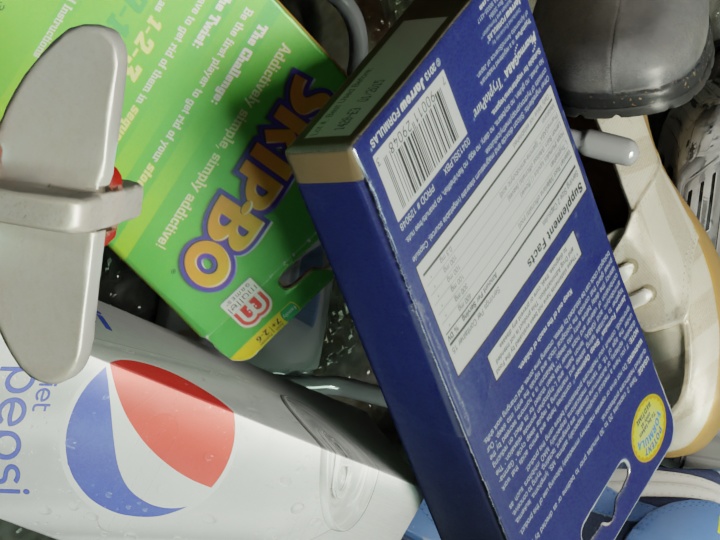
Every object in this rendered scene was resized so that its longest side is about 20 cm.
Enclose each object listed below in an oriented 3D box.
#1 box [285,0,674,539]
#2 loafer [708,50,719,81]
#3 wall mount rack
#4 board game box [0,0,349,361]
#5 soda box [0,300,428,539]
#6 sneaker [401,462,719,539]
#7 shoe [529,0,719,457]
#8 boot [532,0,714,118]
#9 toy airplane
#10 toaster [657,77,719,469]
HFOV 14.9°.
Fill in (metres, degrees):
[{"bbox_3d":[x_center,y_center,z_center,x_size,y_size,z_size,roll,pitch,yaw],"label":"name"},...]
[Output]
[{"bbox_3d":[0.046,0.011,0.924,0.121,0.032,0.201,-52,129,-44],"label":"box"},{"bbox_3d":[0.215,-0.056,1.204,0.199,0.071,0.074,2,109,-46],"label":"loafer"},{"bbox_3d":[0.000,0.000,0.993,0.173,0.075,0.201,0,112,-28],"label":"wall mount rack"},{"bbox_3d":[-0.070,-0.064,0.884,0.095,0.030,0.200,-43,117,2],"label":"board game box"},{"bbox_3d":[-0.081,0.053,0.906,0.199,0.068,0.064,24,102,-26],"label":"soda box"},{"bbox_3d":[0.058,0.102,1.055,0.082,0.199,0.074,-63,153,-43],"label":"sneaker"},{"bbox_3d":[0.087,-0.025,1.040,0.053,0.070,0.201,1,69,-43],"label":"shoe"},{"bbox_3d":[0.091,-0.153,0.984,0.201,0.069,0.132,-80,164,-53],"label":"boot"},{"bbox_3d":[-0.158,-0.033,0.786,0.200,0.141,0.200,-39,103,-5],"label":"toy airplane"},{"bbox_3d":[0.178,0.012,1.097,0.114,0.128,0.202,-80,176,-78],"label":"toaster"}]
